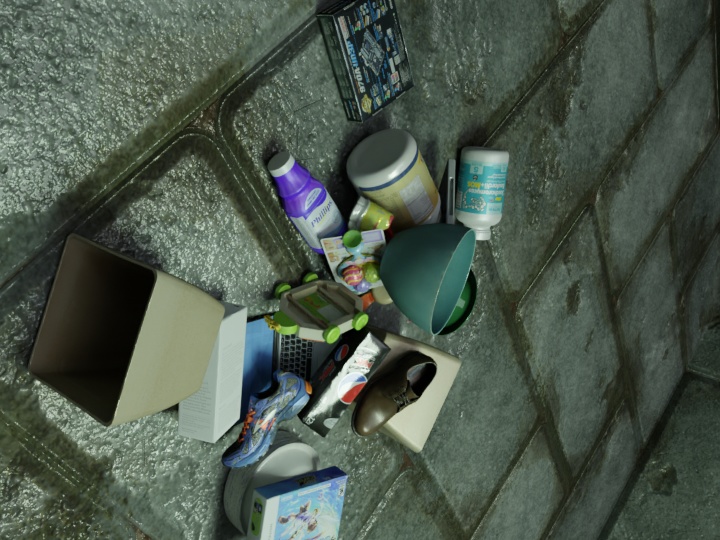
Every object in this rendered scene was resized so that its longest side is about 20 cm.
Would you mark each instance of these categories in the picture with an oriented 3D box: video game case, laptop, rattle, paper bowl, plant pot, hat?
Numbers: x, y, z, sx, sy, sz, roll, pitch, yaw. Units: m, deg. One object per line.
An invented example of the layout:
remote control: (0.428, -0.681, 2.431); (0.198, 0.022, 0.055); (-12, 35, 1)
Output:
video game case: (-0.118, 0.470, 1.187); (0.197, 0.045, 0.186); (0, 103, -45)
laptop: (-0.137, 0.187, 1.172); (0.116, 0.195, 0.192); (-73, 169, -75)
rattle: (0.057, 0.019, 1.384); (0.130, 0.143, 0.200); (43, 86, -11)
paper bowl: (-0.154, 0.421, 1.241); (0.198, 0.103, 0.205); (-17, 115, -40)
plant pot: (-0.309, 0.084, 0.915); (0.176, 0.197, 0.204); (17, 91, -58)
plant pot: (0.048, 0.214, 1.317); (0.176, 0.199, 0.203); (34, 78, -31)
plant pot: (0.113, -0.002, 1.193); (0.201, 0.133, 0.203); (-51, 153, -38)
video game case: (0.173, -0.109, 1.352); (0.144, 0.018, 0.204); (101, -4, -57)
hat: (0.138, 0.035, 1.379); (0.174, 0.199, 0.169); (25, 87, -33)

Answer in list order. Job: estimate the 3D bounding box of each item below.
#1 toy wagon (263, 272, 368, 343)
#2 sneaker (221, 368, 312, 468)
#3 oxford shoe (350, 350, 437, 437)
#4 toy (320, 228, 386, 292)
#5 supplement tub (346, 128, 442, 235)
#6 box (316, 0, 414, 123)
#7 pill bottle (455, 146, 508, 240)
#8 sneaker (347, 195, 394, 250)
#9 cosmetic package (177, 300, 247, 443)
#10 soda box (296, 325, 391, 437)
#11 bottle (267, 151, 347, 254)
toy wagon: (-0.088, 0.073, 1.157); (0.198, 0.154, 0.040); (-21, 135, -40)
sneaker: (-0.176, 0.255, 1.135); (0.079, 0.075, 0.201); (46, 75, -20)
oxford shoe: (0.062, 0.224, 1.179); (0.200, 0.084, 0.073); (-45, 105, -14)
toy: (0.000, 0.000, 1.212); (0.201, 0.112, 0.048); (74, 8, -56)
supplement tub: (0.072, -0.154, 1.259); (0.145, 0.143, 0.201); (-51, 133, -21)
box: (0.015, -0.399, 1.192); (0.159, 0.045, 0.203); (-41, 129, -29)
pill bottle: (0.275, -0.177, 1.487); (0.109, 0.110, 0.205); (-10, 110, -43)
sneaker: (0.021, -0.055, 1.235); (0.201, 0.088, 0.079); (94, 15, -62)
cosmetic package: (-0.241, 0.161, 1.060); (0.101, 0.070, 0.205); (-36, 133, -73)
soda box: (-0.036, 0.194, 1.177); (0.063, 0.071, 0.201); (40, 86, -28)
bottle: (-0.095, -0.121, 1.153); (0.084, 0.064, 0.201); (-53, 134, -23)
